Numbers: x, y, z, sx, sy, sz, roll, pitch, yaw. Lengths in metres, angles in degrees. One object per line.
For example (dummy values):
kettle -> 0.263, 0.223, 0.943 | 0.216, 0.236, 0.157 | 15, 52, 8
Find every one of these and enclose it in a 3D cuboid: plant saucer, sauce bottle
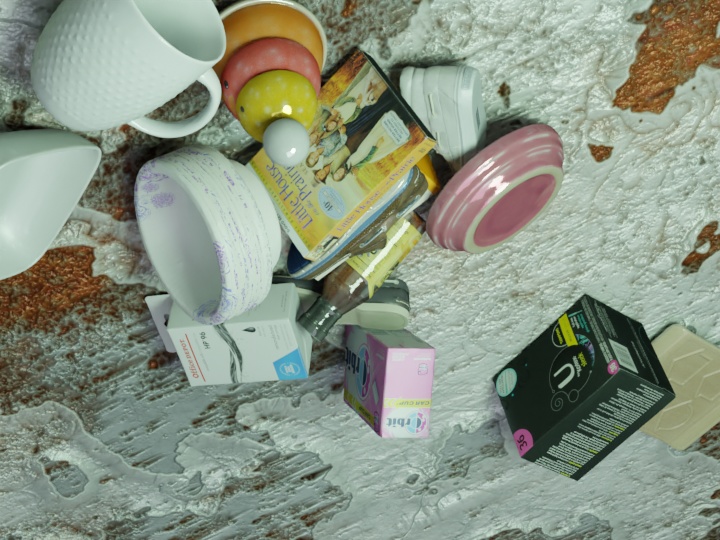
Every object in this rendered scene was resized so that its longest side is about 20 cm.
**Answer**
plant saucer -> 0.172, -0.089, 1.658 | 0.200, 0.051, 0.201 | -31, 155, -16
sauce bottle -> 0.000, 0.000, 1.700 | 0.200, 0.066, 0.066 | -49, 129, 1

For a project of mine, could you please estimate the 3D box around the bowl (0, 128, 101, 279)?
bowl -> -0.399, -0.077, 1.509 | 0.200, 0.075, 0.199 | -55, 165, 24

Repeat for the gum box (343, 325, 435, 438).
gum box -> 0.032, 0.135, 1.777 | 0.066, 0.200, 0.114 | 2, 99, -16

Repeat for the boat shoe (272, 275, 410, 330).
boat shoe -> -0.033, 0.029, 1.768 | 0.198, 0.063, 0.073 | 9, 150, 1

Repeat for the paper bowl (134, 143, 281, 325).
paper bowl -> -0.168, -0.047, 1.572 | 0.104, 0.201, 0.202 | -26, 141, -30

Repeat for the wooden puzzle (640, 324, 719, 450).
wooden puzzle -> 0.471, 0.170, 2.045 | 0.199, 0.046, 0.185 | 29, 119, -29

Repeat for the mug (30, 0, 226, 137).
mug -> -0.234, -0.213, 1.425 | 0.175, 0.148, 0.200 | -32, 126, 28

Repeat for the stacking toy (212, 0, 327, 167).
stacking toy -> -0.091, -0.185, 1.454 | 0.145, 0.201, 0.147 | -8, 133, -9

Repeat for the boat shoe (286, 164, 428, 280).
boat shoe -> -0.001, -0.049, 1.590 | 0.200, 0.073, 0.072 | -40, 132, 23

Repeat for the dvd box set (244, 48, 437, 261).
dvd box set -> -0.027, -0.131, 1.551 | 0.200, 0.147, 0.029 | -43, 154, 17

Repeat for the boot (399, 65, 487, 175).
boot -> 0.095, -0.172, 1.620 | 0.095, 0.074, 0.201 | 8, 146, 14

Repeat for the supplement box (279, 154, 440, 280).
supplement box -> -0.022, -0.095, 1.644 | 0.200, 0.074, 0.126 | -36, 131, 18

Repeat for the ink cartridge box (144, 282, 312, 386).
ink cartridge box -> -0.171, 0.084, 1.743 | 0.198, 0.068, 0.116 | -5, 135, 11

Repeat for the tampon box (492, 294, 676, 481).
tampon box -> 0.309, 0.166, 1.920 | 0.126, 0.150, 0.200 | 26, 121, -33
